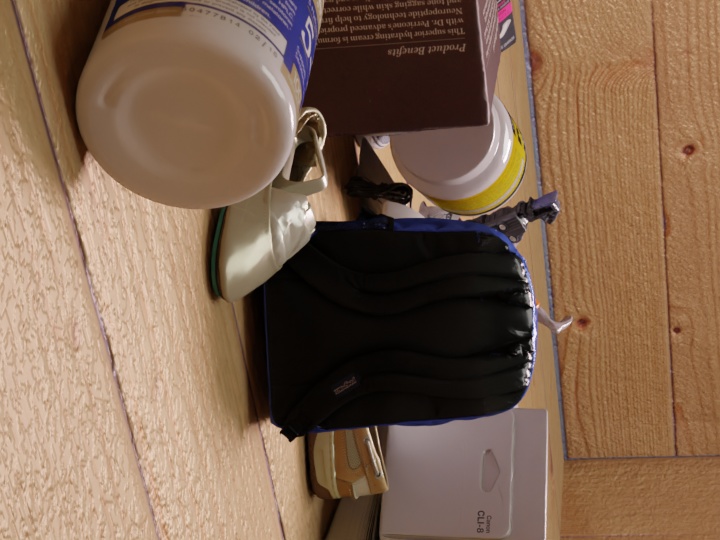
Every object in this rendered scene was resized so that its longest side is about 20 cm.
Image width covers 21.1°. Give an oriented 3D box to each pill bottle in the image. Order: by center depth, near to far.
[{"bbox_3d":[-0.083,-0.139,1.090,0.200,0.119,0.120,-80,164,-49],"label":"pill bottle"},{"bbox_3d":[0.089,-0.116,1.784,0.200,0.114,0.115,24,64,-79],"label":"pill bottle"}]

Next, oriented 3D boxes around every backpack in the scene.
[{"bbox_3d":[0.031,0.031,1.458,0.168,0.200,0.163,-85,172,-82],"label":"backpack"}]

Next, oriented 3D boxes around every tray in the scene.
[{"bbox_3d":[0.029,-0.027,1.899,0.200,0.022,0.107,78,-12,-46],"label":"tray"}]

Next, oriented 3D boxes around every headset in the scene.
[{"bbox_3d":[0.000,0.000,1.740,0.124,0.094,0.200,78,29,-54],"label":"headset"}]

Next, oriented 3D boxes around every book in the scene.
[{"bbox_3d":[-0.007,0.287,1.666,0.200,0.048,0.134,-73,161,-68],"label":"book"}]

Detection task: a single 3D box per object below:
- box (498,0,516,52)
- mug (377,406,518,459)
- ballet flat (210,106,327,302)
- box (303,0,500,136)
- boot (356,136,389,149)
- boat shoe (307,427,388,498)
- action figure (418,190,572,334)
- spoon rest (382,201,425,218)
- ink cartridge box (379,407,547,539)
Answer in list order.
[{"bbox_3d":[0.066,-0.278,1.866,0.106,0.122,0.200,48,-12,30],"label":"box"},{"bbox_3d":[0.058,0.098,1.834,0.149,0.186,0.153,-50,145,-36],"label":"mug"},{"bbox_3d":[-0.058,-0.052,1.366,0.200,0.069,0.070,-80,164,-50],"label":"ballet flat"},{"bbox_3d":[0.022,-0.233,1.570,0.164,0.166,0.200,-75,161,-61],"label":"box"},{"bbox_3d":[0.036,-0.169,1.851,0.200,0.090,0.073,54,35,-72],"label":"boot"},{"bbox_3d":[-0.005,0.089,1.605,0.072,0.076,0.200,-33,120,-76],"label":"boat shoe"},{"bbox_3d":[0.126,0.005,1.926,0.194,0.200,0.105,48,36,-16],"label":"action figure"},{"bbox_3d":[0.036,0.041,1.640,0.099,0.060,0.200,-83,180,-60],"label":"spoon rest"},{"bbox_3d":[0.093,0.232,1.723,0.200,0.144,0.145,88,6,-50],"label":"ink cartridge box"}]
